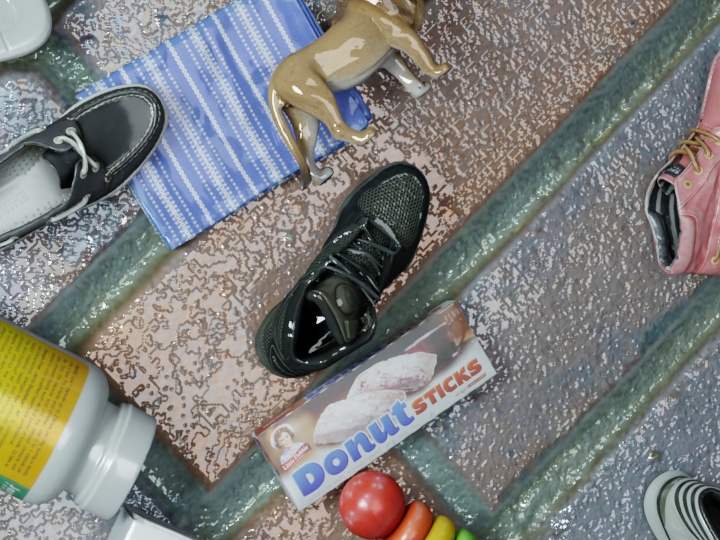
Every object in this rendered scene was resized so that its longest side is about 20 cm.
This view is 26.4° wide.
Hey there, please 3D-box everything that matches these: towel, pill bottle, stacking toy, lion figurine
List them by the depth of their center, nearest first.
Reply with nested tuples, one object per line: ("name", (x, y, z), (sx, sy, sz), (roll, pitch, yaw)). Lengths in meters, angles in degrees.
("pill bottle", (-0.255, 0.102, 1.126), (0.198, 0.113, 0.114), (29, 83, -14))
("lion figurine", (-0.013, -0.164, 1.191), (0.123, 0.072, 0.200), (48, 66, -2))
("towel", (-0.103, -0.126, 1.214), (0.199, 0.024, 0.146), (-32, 97, -13))
("stacking toy", (0.067, 0.231, 1.235), (0.199, 0.085, 0.086), (40, 80, -6))

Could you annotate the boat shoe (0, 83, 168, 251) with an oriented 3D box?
("boat shoe", (-0.231, -0.075, 1.151), (0.199, 0.060, 0.074), (-31, 94, -7))

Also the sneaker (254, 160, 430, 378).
("sneaker", (0.000, 0.000, 1.196), (0.076, 0.114, 0.200), (42, 78, -13))

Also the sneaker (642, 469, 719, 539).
("sneaker", (0.318, 0.262, 1.278), (0.075, 0.115, 0.202), (-36, 99, -12))

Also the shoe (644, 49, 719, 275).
("shoe", (0.294, -0.095, 1.296), (0.090, 0.071, 0.203), (-2, 95, -21))

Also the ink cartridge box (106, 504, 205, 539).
("ink cartridge box", (-0.153, 0.301, 1.166), (0.145, 0.084, 0.202), (26, 83, -13))

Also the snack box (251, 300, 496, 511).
("snack box", (0.012, 0.107, 1.243), (0.199, 0.024, 0.072), (-34, 99, -13))

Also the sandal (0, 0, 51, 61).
("sandal", (-0.329, -0.186, 1.143), (0.200, 0.050, 0.084), (0, 75, -2))
